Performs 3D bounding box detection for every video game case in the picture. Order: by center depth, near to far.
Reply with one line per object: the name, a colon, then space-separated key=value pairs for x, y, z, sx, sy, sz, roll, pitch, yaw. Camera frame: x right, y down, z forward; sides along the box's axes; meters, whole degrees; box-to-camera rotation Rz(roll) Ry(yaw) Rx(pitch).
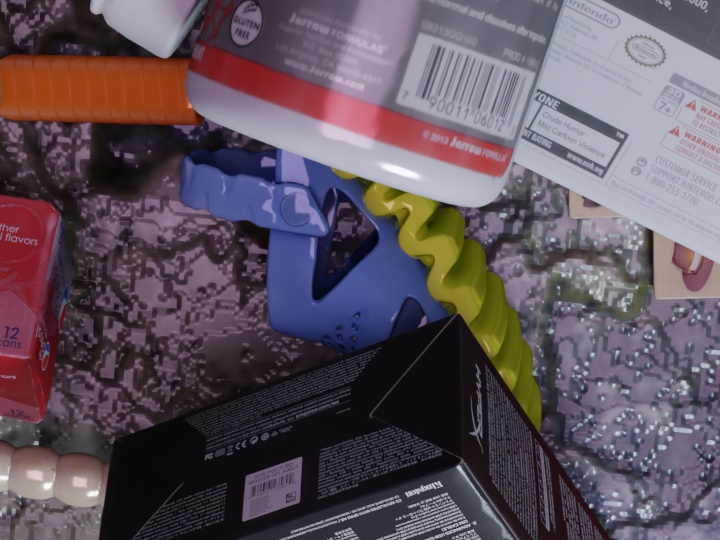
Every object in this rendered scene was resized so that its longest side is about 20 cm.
video game case: x=0.154 y=-0.082 z=0.787 sx=0.199 sy=0.023 sz=0.182 roll=26 pitch=127 yaw=-3

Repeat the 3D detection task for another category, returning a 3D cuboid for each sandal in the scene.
sandal: x=0.000 y=0.000 z=0.829 sx=0.087 sy=0.079 sz=0.201 roll=-32 pitch=90 yaw=11

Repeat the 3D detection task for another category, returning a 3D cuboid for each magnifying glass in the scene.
magnifying glass: x=-0.156 y=-0.071 z=0.828 sx=0.198 sy=0.022 sz=0.080 roll=3 pitch=97 yaw=13

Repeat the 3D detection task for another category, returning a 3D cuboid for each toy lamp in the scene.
toy lamp: x=-0.134 y=0.081 z=0.855 sx=0.198 sy=0.058 sz=0.059 roll=8 pitch=101 yaw=2

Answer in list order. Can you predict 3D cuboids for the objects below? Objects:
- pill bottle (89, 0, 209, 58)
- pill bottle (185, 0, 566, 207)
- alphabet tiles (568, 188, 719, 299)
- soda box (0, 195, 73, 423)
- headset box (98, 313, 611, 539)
pill bottle: x=-0.128 y=-0.171 z=0.775 sx=0.199 sy=0.113 sz=0.114 roll=33 pitch=100 yaw=-4
pill bottle: x=0.023 y=-0.132 z=0.717 sx=0.115 sy=0.116 sz=0.202 roll=18 pitch=95 yaw=-2
alphabet tiles: x=0.179 y=-0.073 z=0.840 sx=0.198 sy=0.006 sz=0.168 roll=-2 pitch=101 yaw=2
soda box: x=-0.214 y=0.003 z=0.825 sx=0.198 sy=0.064 sz=0.071 roll=7 pitch=63 yaw=1
headset box: x=0.016 y=0.128 z=0.803 sx=0.148 sy=0.075 sz=0.200 roll=-21 pitch=128 yaw=20
